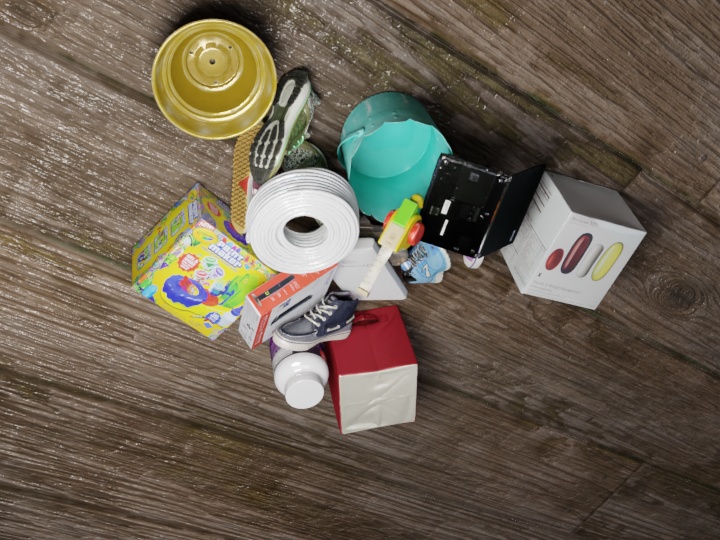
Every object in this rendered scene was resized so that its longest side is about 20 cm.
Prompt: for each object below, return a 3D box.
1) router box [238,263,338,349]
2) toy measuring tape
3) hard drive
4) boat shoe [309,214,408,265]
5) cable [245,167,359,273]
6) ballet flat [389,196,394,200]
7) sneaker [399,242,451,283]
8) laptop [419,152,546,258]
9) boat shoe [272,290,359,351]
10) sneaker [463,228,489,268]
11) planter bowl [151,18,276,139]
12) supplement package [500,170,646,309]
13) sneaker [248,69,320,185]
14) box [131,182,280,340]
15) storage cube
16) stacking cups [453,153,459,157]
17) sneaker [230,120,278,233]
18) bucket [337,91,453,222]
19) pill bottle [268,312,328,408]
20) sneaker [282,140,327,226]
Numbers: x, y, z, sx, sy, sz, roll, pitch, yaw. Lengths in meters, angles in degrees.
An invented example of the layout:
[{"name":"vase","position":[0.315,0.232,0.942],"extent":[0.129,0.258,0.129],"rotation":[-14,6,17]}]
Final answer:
[{"name":"router box","position":[-0.139,0.053,1.572],"extent":[0.178,0.049,0.201],"rotation":[-34,168,-22]},{"name":"toy measuring tape","position":[0.057,-0.040,1.445],"extent":[0.073,0.073,0.203],"rotation":[31,85,-32]},{"name":"hard drive","position":[0.000,0.000,1.622],"extent":[0.129,0.027,0.201],"rotation":[-1,150,24]},{"name":"boat shoe","position":[-0.001,-0.064,1.612],"extent":[0.195,0.075,0.075],"rotation":[12,154,1]},{"name":"cable","position":[-0.097,-0.082,1.421],"extent":[0.195,0.070,0.202],"rotation":[1,136,-9]},{"name":"ballet flat","position":[0.116,-0.126,1.599],"extent":[0.197,0.069,0.064],"rotation":[12,116,-37]},{"name":"sneaker","position":[0.122,-0.018,1.628],"extent":[0.088,0.080,0.201],"rotation":[-15,157,-9]},{"name":"laptop","position":[0.212,-0.124,1.493],"extent":[0.196,0.104,0.180],"rotation":[17,124,-1]},{"name":"boat shoe","position":[-0.085,0.091,1.626],"extent":[0.198,0.074,0.094],"rotation":[-11,128,-50]},{"name":"sneaker","position":[0.190,-0.090,1.594],"extent":[0.111,0.074,0.203],"rotation":[2,132,0]},{"name":"planter bowl","position":[-0.237,-0.321,1.344],"extent":[0.196,0.084,0.204],"rotation":[-8,128,-10]},{"name":"supplement package","position":[0.422,-0.058,1.675],"extent":[0.187,0.148,0.202],"rotation":[11,125,-21]},{"name":"sneaker","position":[-0.118,-0.230,1.416],"extent":[0.088,0.076,0.203],"rotation":[28,85,-48]},{"name":"box","position":[-0.286,-0.014,1.544],"extent":[0.192,0.123,0.199],"rotation":[-41,126,17]},{"name":"storage cube","position":[0.021,0.209,1.756],"extent":[0.167,0.181,0.203],"rotation":[-7,128,-9]},{"name":"stacking cups","position":[0.222,-0.144,1.616],"extent":[0.060,0.061,0.199],"rotation":[-39,128,17]},{"name":"sneaker","position":[-0.175,-0.166,1.485],"extent":[0.089,0.074,0.204],"rotation":[-5,114,-40]},{"name":"bucket","position":[0.059,-0.203,1.477],"extent":[0.202,0.136,0.211],"rotation":[-7,128,-9]},{"name":"pill bottle","position":[-0.125,0.176,1.679],"extent":[0.110,0.202,0.114],"rotation":[-7,130,-9]},{"name":"sneaker","position":[-0.078,-0.146,1.498],"extent":[0.076,0.089,0.201],"rotation":[-31,117,8]}]
